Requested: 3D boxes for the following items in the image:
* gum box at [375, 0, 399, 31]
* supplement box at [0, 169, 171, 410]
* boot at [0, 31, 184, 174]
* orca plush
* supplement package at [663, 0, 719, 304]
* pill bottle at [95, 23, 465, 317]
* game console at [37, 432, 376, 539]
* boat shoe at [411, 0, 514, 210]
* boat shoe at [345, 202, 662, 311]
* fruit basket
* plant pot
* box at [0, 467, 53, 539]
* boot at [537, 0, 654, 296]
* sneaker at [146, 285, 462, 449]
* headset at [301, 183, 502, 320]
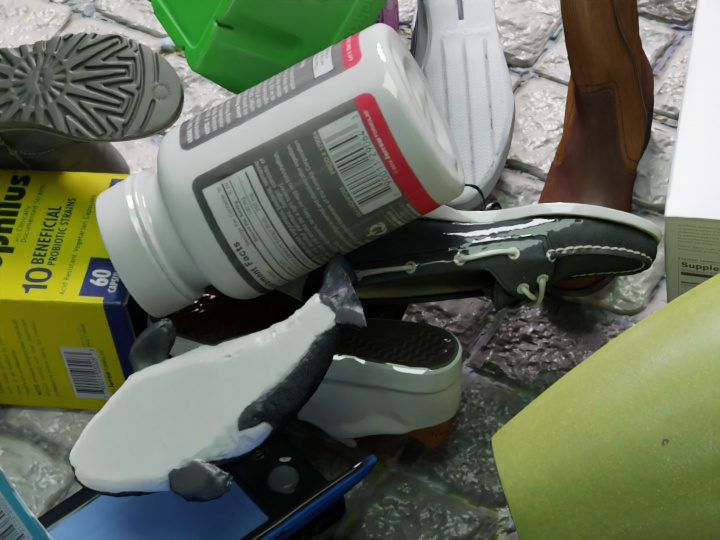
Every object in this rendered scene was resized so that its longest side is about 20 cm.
[{"bbox_3d":[-0.022,-0.142,1.560,0.066,0.114,0.201,2,50,10],"label":"gum box"},{"bbox_3d":[-0.220,0.010,1.462,0.198,0.110,0.109,2,49,11],"label":"supplement box"},{"bbox_3d":[-0.179,-0.083,1.480,0.180,0.200,0.073,5,71,12],"label":"boot"},{"bbox_3d":[-0.073,0.066,1.335,0.200,0.071,0.105,-47,67,9],"label":"orca plush"},{"bbox_3d":[0.277,-0.065,1.451,0.154,0.111,0.201,5,50,12],"label":"supplement package"},{"bbox_3d":[-0.049,-0.051,1.343,0.199,0.111,0.111,-26,47,12],"label":"pill bottle"},{"bbox_3d":[-0.109,0.142,1.326,0.199,0.119,0.171,-33,53,-20],"label":"game console"},{"bbox_3d":[0.068,-0.126,1.556,0.071,0.071,0.202,2,67,3],"label":"boat shoe"},{"bbox_3d":[0.081,-0.004,1.395,0.198,0.076,0.061,1,69,7],"label":"boat shoe"},{"bbox_3d":[-0.014,-0.203,1.441,0.214,0.216,0.156,-25,51,-13],"label":"fruit basket"},{"bbox_3d":[0.181,0.103,1.293,0.199,0.188,0.188,-21,48,7],"label":"plant pot"},{"bbox_3d":[-0.263,0.107,1.373,0.049,0.083,0.200,-41,41,-16],"label":"box"},{"bbox_3d":[0.146,-0.108,1.448,0.068,0.201,0.189,16,53,21],"label":"boot"},{"bbox_3d":[-0.037,0.067,1.398,0.198,0.085,0.073,13,39,18],"label":"sneaker"},{"bbox_3d":[0.000,0.000,1.479,0.199,0.094,0.124,-19,53,12],"label":"headset"}]
